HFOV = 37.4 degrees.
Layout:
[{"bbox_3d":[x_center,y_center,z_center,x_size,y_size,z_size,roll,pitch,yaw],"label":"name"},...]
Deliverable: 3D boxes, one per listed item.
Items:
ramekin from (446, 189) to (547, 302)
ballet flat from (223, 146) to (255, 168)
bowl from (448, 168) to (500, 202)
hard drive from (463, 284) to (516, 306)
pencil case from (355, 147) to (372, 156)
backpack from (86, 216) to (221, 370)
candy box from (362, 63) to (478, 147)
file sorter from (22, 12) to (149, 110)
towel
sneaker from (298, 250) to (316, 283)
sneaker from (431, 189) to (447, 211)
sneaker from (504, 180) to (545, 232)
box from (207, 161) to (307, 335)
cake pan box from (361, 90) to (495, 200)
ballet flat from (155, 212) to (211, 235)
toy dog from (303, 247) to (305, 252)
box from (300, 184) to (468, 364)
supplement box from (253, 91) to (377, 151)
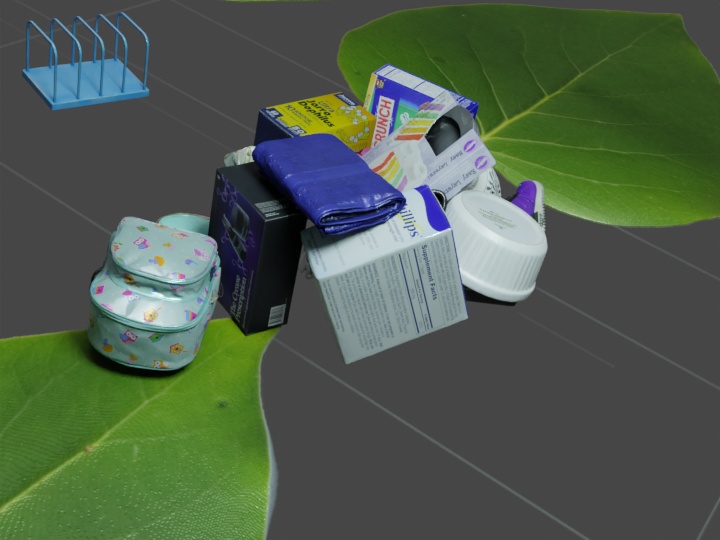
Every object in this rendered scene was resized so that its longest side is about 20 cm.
[{"bbox_3d":[0.207,-0.046,1.700,0.200,0.095,0.203,21,28,-12],"label":"ramekin"},{"bbox_3d":[-0.181,-0.168,1.828,0.068,0.072,0.201,-6,39,-24],"label":"ballet flat"},{"bbox_3d":[0.153,-0.155,1.824,0.197,0.094,0.204,2,68,-4],"label":"bowl"},{"bbox_3d":[0.147,-0.002,1.709,0.198,0.033,0.140,8,32,-34],"label":"hard drive"},{"bbox_3d":[-0.036,-0.158,1.852,0.198,0.092,0.093,-23,11,-38],"label":"pencil case"},{"bbox_3d":[-0.283,0.033,1.450,0.173,0.154,0.201,15,41,-7],"label":"backpack"},{"bbox_3d":[0.098,-0.263,1.971,0.198,0.171,0.077,26,32,18],"label":"candy box"},{"bbox_3d":[-0.510,-0.399,1.989,0.198,0.124,0.139,-16,45,-36],"label":"file sorter"},{"bbox_3d":[-0.048,-0.120,1.468,0.146,0.050,0.200,-12,40,-31],"label":"towel"},{"bbox_3d":[0.000,0.000,1.652,0.198,0.082,0.075,22,34,8],"label":"sneaker"},{"bbox_3d":[0.058,-0.065,1.592,0.199,0.115,0.081,-40,87,-20],"label":"sneaker"},{"bbox_3d":[0.275,-0.107,1.905,0.098,0.070,0.201,10,34,-1],"label":"sneaker"},{"bbox_3d":[-0.156,-0.033,1.536,0.078,0.202,0.141,-13,42,-33],"label":"box"},{"bbox_3d":[0.111,-0.184,1.747,0.052,0.199,0.185,44,16,-41],"label":"cake pan box"},{"bbox_3d":[-0.224,-0.044,1.655,0.197,0.065,0.072,9,72,-14],"label":"ballet flat"},{"bbox_3d":[-0.057,-0.100,1.703,0.095,0.203,0.132,-20,19,-17],"label":"toy dog"},{"bbox_3d":[0.036,0.007,1.502,0.197,0.185,0.106,-20,45,-4],"label":"box"},{"bbox_3d":[-0.083,-0.237,1.924,0.198,0.111,0.109,-20,47,-39],"label":"supplement box"}]
